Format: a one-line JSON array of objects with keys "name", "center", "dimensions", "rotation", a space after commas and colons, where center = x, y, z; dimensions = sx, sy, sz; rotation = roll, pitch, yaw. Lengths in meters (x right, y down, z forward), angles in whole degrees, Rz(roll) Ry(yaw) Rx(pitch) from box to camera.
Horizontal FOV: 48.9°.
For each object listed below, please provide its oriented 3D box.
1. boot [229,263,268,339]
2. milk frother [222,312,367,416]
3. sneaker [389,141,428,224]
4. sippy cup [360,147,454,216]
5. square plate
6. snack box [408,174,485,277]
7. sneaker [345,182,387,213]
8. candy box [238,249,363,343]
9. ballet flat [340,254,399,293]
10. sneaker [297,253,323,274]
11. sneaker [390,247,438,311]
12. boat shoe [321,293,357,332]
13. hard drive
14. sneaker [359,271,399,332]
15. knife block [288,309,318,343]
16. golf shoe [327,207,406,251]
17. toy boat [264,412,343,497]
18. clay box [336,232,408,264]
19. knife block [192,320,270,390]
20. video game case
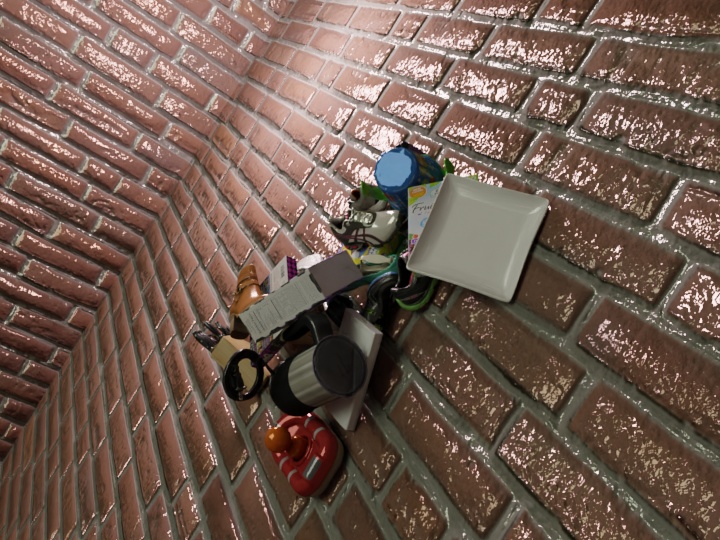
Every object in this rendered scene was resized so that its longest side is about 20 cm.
[{"name": "boot", "center": [-0.242, 0.054, 1.810], "dimensions": [0.200, 0.076, 0.156], "rotation": [132, 145, -52]}, {"name": "milk frother", "center": [-0.128, 0.193, 1.482], "dimensions": [0.200, 0.181, 0.188], "rotation": [-30, -3, -38]}, {"name": "sneaker", "center": [0.082, -0.193, 1.754], "dimensions": [0.076, 0.087, 0.201], "rotation": [-16, 50, 52]}, {"name": "sippy cup", "center": [0.094, -0.190, 1.633], "dimensions": [0.178, 0.130, 0.140], "rotation": [-46, 66, 10]}, {"name": "square plate", "center": [0.206, -0.059, 1.390], "dimensions": [0.198, 0.028, 0.201], "rotation": [18, 75, 24]}, {"name": "snack box", "center": [0.162, -0.086, 1.493], "dimensions": [0.142, 0.053, 0.200], "rotation": [-9, 47, 13]}, {"name": "sneaker", "center": [0.000, -0.157, 1.851], "dimensions": [0.200, 0.079, 0.074], "rotation": [-37, 33, 62]}, {"name": "candy box", "center": [-0.117, 0.051, 1.580], "dimensions": [0.200, 0.072, 0.168], "rotation": [-33, -2, 30]}, {"name": "ballet flat", "center": [0.000, 0.000, 1.641], "dimensions": [0.199, 0.071, 0.067], "rotation": [-9, 31, 22]}, {"name": "sneaker", "center": [-0.123, 0.007, 1.868], "dimensions": [0.200, 0.099, 0.078], "rotation": [9, 106, 62]}, {"name": "sneaker", "center": [0.120, -0.022, 1.530], "dimensions": [0.077, 0.084, 0.201], "rotation": [-4, 58, 56]}, {"name": "boat shoe", "center": [-0.044, 0.078, 1.688], "dimensions": [0.062, 0.075, 0.200], "rotation": [-41, 2, 5]}, {"name": "hard drive", "center": [-0.021, 0.191, 1.545], "dimensions": [0.132, 0.027, 0.201], "rotation": [36, 113, 57]}, {"name": "sneaker", "center": [0.033, 0.093, 1.589], "dimensions": [0.200, 0.071, 0.083], "rotation": [-58, 32, 15]}, {"name": "knife block", "center": [-0.174, 0.140, 1.863], "dimensions": [0.176, 0.064, 0.200], "rotation": [-48, 30, 23]}, {"name": "golf shoe", "center": [0.010, -0.094, 1.682], "dimensions": [0.200, 0.088, 0.077], "rotation": [-16, 46, 48]}, {"name": "toy boat", "center": [-0.129, 0.341, 1.540], "dimensions": [0.131, 0.131, 0.200], "rotation": [-59, 28, 0]}, {"name": "clay box", "center": [0.025, -0.048, 1.752], "dimensions": [0.115, 0.048, 0.200], "rotation": [-61, 27, -4]}, {"name": "knife block", "center": [-0.322, 0.203, 1.941], "dimensions": [0.064, 0.175, 0.200], "rotation": [-55, 28, 10]}, {"name": "video game case", "center": [-0.199, 0.096, 1.812], "dimensions": [0.181, 0.036, 0.200], "rotation": [-47, 37, 34]}]
